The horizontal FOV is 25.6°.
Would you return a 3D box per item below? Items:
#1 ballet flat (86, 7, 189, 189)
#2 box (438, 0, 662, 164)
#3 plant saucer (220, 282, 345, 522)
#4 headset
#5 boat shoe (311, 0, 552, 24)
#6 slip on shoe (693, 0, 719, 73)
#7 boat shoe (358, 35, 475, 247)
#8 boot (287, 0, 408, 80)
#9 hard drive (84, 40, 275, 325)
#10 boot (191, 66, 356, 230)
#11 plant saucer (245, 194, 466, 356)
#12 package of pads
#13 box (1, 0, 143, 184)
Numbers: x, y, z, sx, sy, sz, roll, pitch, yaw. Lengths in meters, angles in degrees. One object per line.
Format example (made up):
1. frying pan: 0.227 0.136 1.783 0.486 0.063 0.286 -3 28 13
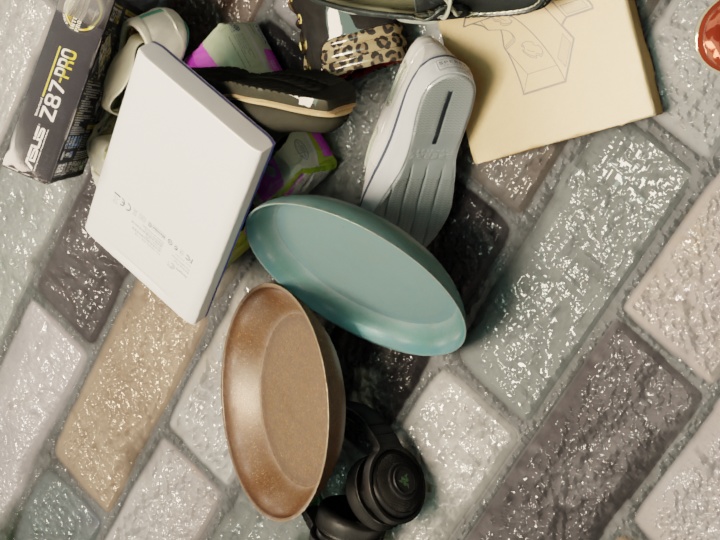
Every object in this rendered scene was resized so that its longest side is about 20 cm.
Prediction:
1. ballet flat: -0.198 -0.126 1.337 0.069 0.069 0.202 27 112 27
2. box: 0.131 -0.196 1.202 0.162 0.021 0.202 -13 93 35
3. plant saucer: -0.062 0.111 1.352 0.200 0.036 0.203 4 95 60
4. headset: 0.016 0.204 1.352 0.124 0.093 0.201 -53 55 35
5. boat shoe: 0.048 -0.213 1.176 0.198 0.061 0.076 8 136 21
6. slip on shoe: 0.313 -0.171 1.060 0.198 0.061 0.075 -4 99 36
7. boat shoe: 0.042 -0.092 1.266 0.201 0.073 0.067 -66 31 33
8. boot: -0.050 -0.225 1.293 0.198 0.073 0.152 -11 94 30
9. hard drive: -0.149 -0.066 1.271 0.132 0.025 0.201 40 134 15
10. boot: -0.080 -0.088 1.263 0.199 0.077 0.140 12 110 45
11. plant saucer: 0.000 0.000 1.266 0.198 0.028 0.201 25 155 12
12. package of pads: -0.127 -0.094 1.373 0.200 0.068 0.156 -38 77 34
13. box: -0.239 -0.158 1.338 0.049 0.200 0.163 22 95 -4
